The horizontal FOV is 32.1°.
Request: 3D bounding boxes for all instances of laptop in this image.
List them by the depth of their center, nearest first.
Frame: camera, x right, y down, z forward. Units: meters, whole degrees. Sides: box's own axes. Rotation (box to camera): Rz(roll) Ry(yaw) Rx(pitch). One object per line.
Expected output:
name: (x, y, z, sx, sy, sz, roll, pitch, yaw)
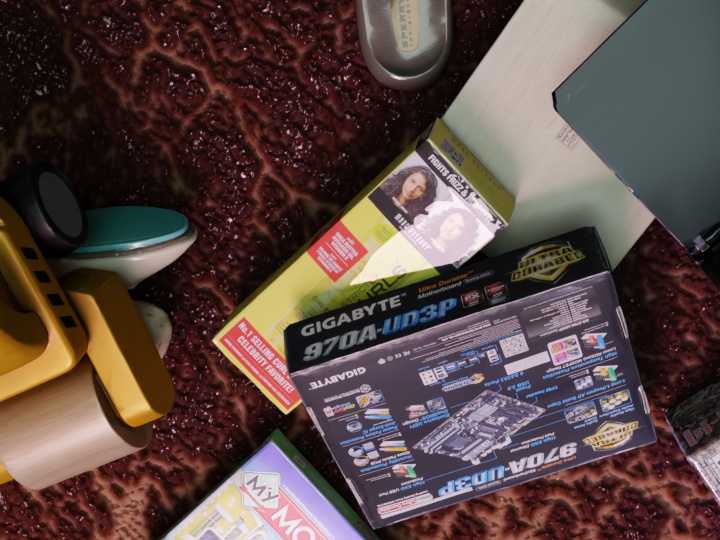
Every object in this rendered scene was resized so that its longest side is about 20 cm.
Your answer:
laptop: (0.233, -0.094, 0.734, 0.177, 0.200, 0.103, -44, 61, 10)

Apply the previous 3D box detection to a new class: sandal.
sandal: (0.016, -0.212, 0.772, 0.081, 0.055, 0.202, -5, 98, 6)

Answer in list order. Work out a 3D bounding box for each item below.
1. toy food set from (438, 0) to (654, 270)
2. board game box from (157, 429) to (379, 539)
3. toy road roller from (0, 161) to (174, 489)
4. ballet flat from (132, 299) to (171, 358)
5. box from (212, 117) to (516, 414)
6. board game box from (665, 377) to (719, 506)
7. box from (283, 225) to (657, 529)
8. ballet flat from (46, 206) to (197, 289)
toy food set: (0.132, -0.088, 0.785, 0.143, 0.060, 0.201, 35, 108, -1)
board game box: (-0.038, 0.227, 0.849, 0.135, 0.029, 0.200, -43, 93, 10)
toy road roller: (-0.212, 0.046, 0.728, 0.122, 0.146, 0.201, -23, 104, 14)
ballet flat: (-0.214, 0.079, 0.836, 0.199, 0.057, 0.067, -26, 96, 9)
box: (0.000, 0.000, 0.784, 0.200, 0.050, 0.075, -41, 98, 24)
board game box: (0.319, 0.111, 0.770, 0.199, 0.097, 0.160, -35, 94, 10)
box: (0.071, 0.071, 0.775, 0.199, 0.046, 0.159, -19, 130, 8)
ballet flat: (-0.202, -0.006, 0.826, 0.198, 0.069, 0.070, 2, 99, 7)
